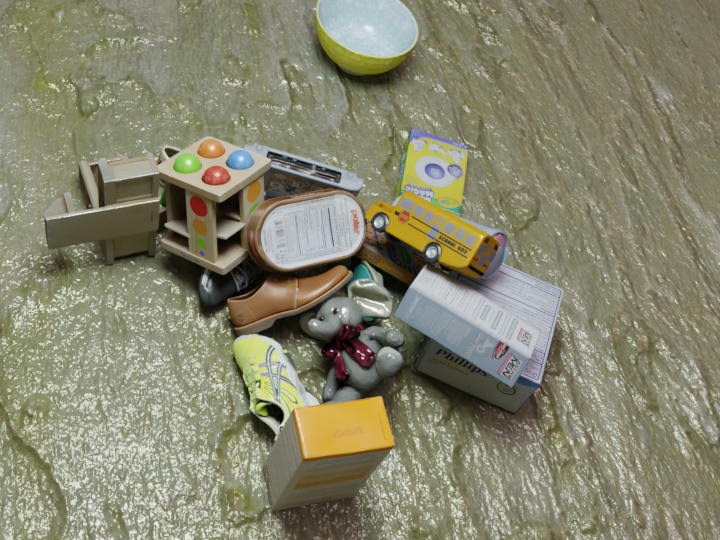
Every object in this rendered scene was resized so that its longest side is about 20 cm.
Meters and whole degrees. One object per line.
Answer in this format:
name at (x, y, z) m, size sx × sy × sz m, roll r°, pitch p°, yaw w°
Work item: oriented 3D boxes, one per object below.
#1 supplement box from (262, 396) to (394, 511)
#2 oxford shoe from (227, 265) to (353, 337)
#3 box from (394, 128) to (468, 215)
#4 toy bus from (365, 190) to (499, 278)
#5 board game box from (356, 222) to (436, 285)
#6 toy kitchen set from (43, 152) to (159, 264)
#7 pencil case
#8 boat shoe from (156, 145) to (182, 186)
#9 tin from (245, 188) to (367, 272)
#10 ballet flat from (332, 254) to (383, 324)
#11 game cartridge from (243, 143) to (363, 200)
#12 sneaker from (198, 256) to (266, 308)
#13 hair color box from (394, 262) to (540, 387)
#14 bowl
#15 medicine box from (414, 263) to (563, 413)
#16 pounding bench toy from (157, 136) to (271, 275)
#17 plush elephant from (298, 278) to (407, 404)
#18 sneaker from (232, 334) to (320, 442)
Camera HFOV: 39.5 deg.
supplement box at (-0.047, 0.247, 1.341) m, size 0.125 × 0.200 × 0.074 m, roll -4°, pitch 60°, yaw -22°
oxford shoe at (-0.107, 0.030, 1.513) m, size 0.199 × 0.071 × 0.072 m, roll -24°, pitch 97°, yaw -7°
box at (0.125, -0.155, 1.789) m, size 0.117 × 0.048 × 0.201 m, roll 16°, pitch 54°, yaw -6°
toy bus at (0.104, -0.057, 1.509) m, size 0.199 × 0.079 × 0.065 m, roll 32°, pitch 4°, yaw 33°
board game box at (0.037, -0.035, 1.635) m, size 0.199 × 0.030 × 0.096 m, roll 27°, pitch 28°, yaw -14°
toy kitchen set at (-0.404, -0.130, 1.496) m, size 0.162 × 0.200 × 0.181 m, roll -13°, pitch 60°, yaw -22°
pencil case at (0.133, -0.053, 1.583) m, size 0.199 × 0.084 × 0.091 m, roll 23°, pitch 2°, yaw 34°
boat shoe at (-0.245, -0.136, 1.642) m, size 0.199 × 0.063 × 0.071 m, roll 30°, pitch 50°, yaw 3°
tin at (-0.077, -0.059, 1.509) m, size 0.199 × 0.042 × 0.113 m, roll -14°, pitch 105°, yaw -31°
ballet flat at (0.000, 0.000, 1.628) m, size 0.069 × 0.070 × 0.201 m, roll -15°, pitch 61°, yaw -27°
game cartridge at (-0.104, -0.143, 1.646) m, size 0.199 × 0.133 × 0.042 m, roll 15°, pitch 63°, yaw -9°
sneaker at (-0.160, -0.012, 1.550) m, size 0.115 × 0.075 × 0.200 m, roll 13°, pitch 48°, yaw 21°
hair color box at (0.158, 0.077, 1.470) m, size 0.199 × 0.061 × 0.099 m, roll 31°, pitch 29°, yaw 6°
bowl at (0.001, -0.438, 1.912) m, size 0.199 × 0.108 × 0.201 m, roll 9°, pitch 54°, yaw -12°
medicine box at (0.206, 0.093, 1.599) m, size 0.181 × 0.103 × 0.201 m, roll 24°, pitch 52°, yaw 0°
pounding bench toy at (-0.247, -0.119, 1.508) m, size 0.199 × 0.157 × 0.124 m, roll 22°, pitch 41°, yaw 25°
plush elephant at (-0.017, 0.104, 1.486) m, size 0.155 × 0.165 × 0.200 m, roll 48°, pitch 25°, yaw 2°
sneaker at (-0.130, 0.165, 1.433) m, size 0.076 × 0.076 × 0.200 m, roll -8°, pitch 43°, yaw -44°
